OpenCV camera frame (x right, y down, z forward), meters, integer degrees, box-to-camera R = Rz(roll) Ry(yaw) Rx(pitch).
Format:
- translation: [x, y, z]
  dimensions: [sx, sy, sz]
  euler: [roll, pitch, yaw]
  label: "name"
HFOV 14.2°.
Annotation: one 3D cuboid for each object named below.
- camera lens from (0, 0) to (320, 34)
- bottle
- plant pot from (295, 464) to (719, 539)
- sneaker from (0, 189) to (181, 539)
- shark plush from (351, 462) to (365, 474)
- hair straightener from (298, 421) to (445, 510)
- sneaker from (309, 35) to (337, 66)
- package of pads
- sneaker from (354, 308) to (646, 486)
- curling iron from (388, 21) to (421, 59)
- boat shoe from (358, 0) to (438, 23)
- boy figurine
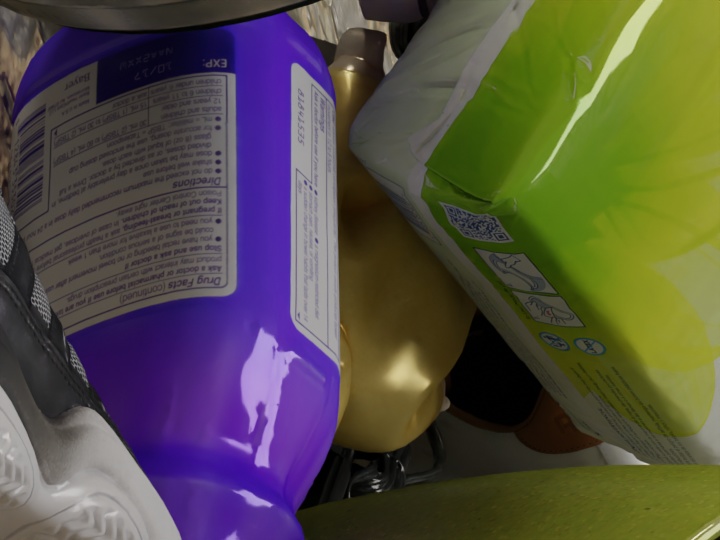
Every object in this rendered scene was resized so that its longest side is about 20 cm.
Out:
- translation: [-0.047, -0.166, 0.638]
  dimensions: [0.160, 0.160, 0.200]
  euler: [-85, 163, -52]
  label: "camera lens"
- translation: [-0.046, 0.024, 0.689]
  dimensions: [0.065, 0.083, 0.200]
  euler: [42, 35, -43]
  label: "bottle"
- translation: [0.036, 0.125, 0.702]
  dimensions: [0.187, 0.200, 0.187]
  euler: [-6, 100, -38]
  label: "plant pot"
- translation: [-0.083, -0.003, 0.539]
  dimensions: [0.200, 0.075, 0.114]
  euler: [54, 31, -62]
  label: "sneaker"
- translation: [0.010, 0.119, 0.970]
  dimensions: [0.083, 0.091, 0.200]
  euler: [-62, 161, -18]
  label: "shark plush"
- translation: [-0.013, 0.065, 0.876]
  dimensions: [0.077, 0.041, 0.200]
  euler: [60, 18, -11]
  label: "hair straightener"
- translation: [-0.026, -0.023, 0.921]
  dimensions: [0.200, 0.074, 0.082]
  euler: [28, 73, -74]
  label: "sneaker"
- translation: [0.099, -0.061, 0.796]
  dimensions: [0.200, 0.068, 0.155]
  euler: [-55, 136, -14]
  label: "package of pads"
- translation: [0.043, 0.039, 0.997]
  dimensions: [0.200, 0.073, 0.085]
  euler: [10, -49, 60]
  label: "sneaker"
- translation: [0.015, -0.113, 0.929]
  dimensions: [0.200, 0.026, 0.050]
  euler: [68, 34, -62]
  label: "curling iron"
- translation: [0.040, -0.162, 0.769]
  dimensions: [0.072, 0.066, 0.200]
  euler: [-25, 124, -83]
  label: "boat shoe"
- translation: [0.000, 0.000, 0.806]
  dimensions: [0.200, 0.064, 0.124]
  euler: [-49, 138, -37]
  label: "boy figurine"
